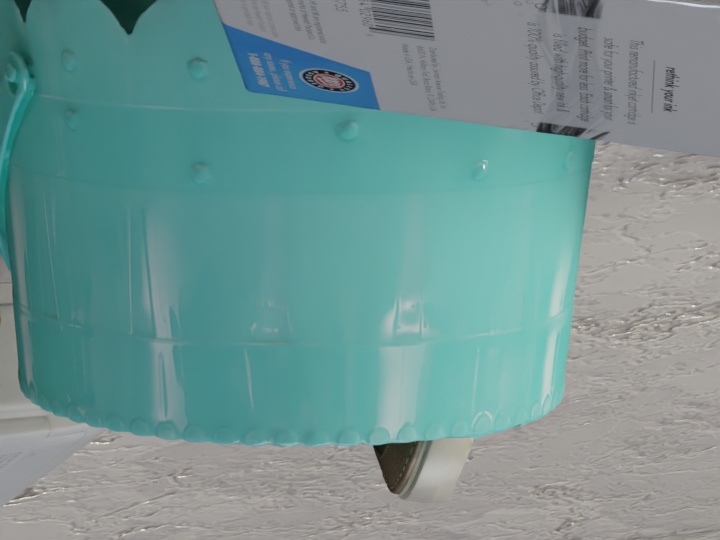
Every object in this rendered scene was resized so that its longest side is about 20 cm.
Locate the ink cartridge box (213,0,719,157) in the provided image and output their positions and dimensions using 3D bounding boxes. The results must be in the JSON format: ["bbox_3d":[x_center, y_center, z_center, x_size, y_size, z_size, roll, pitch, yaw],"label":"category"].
[{"bbox_3d":[0.066,-0.080,0.747,0.198,0.068,0.116,8,166,7],"label":"ink cartridge box"}]

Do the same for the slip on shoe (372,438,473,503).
[{"bbox_3d":[0.000,0.000,1.073,0.060,0.201,0.076,8,138,-18],"label":"slip on shoe"}]

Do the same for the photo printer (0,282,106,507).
[{"bbox_3d":[-0.207,0.067,1.229,0.165,0.070,0.200,-4,163,-29],"label":"photo printer"}]

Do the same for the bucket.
[{"bbox_3d":[-0.021,-0.029,0.928,0.205,0.136,0.207,2,-170,0],"label":"bucket"}]
